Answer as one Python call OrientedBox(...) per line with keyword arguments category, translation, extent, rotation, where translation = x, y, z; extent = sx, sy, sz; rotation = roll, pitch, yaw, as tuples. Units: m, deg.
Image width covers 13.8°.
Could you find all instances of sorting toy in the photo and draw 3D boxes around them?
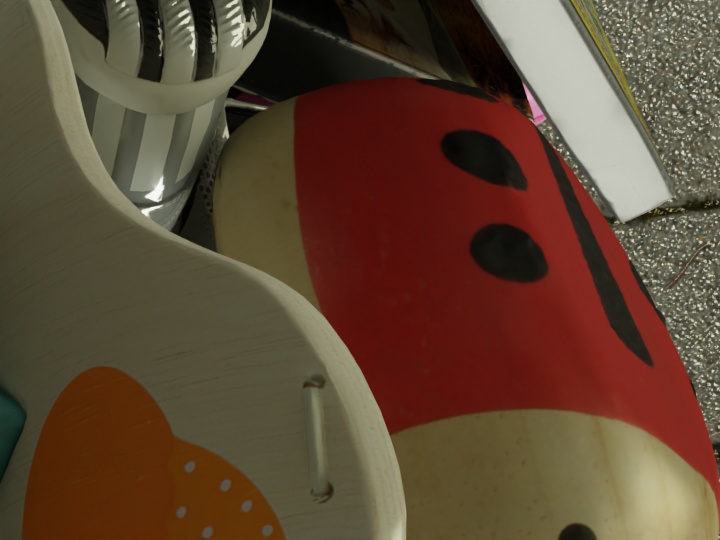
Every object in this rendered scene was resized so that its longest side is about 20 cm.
OrientedBox(category="sorting toy", translation=(-0.050, 0.040, 0.596), extent=(0.200, 0.106, 0.181), rotation=(80, -4, -57))

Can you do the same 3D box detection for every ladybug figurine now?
OrientedBox(category="ladybug figurine", translation=(0.029, 0.022, 0.690), extent=(0.136, 0.072, 0.201), rotation=(38, 22, -42))

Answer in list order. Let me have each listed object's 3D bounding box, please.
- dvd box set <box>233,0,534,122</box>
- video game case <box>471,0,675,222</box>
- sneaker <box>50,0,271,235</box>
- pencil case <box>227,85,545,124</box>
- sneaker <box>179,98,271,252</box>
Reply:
OrientedBox(category="dvd box set", translation=(-0.030, -0.115, 0.905), extent=(0.029, 0.146, 0.201), rotation=(-55, -153, 28))
OrientedBox(category="video game case", translation=(0.027, -0.133, 0.887), extent=(0.200, 0.025, 0.182), rotation=(51, 16, -55))
OrientedBox(category="sneaker", translation=(-0.077, -0.071, 0.752), extent=(0.201, 0.074, 0.116), rotation=(-105, -155, -50))
OrientedBox(category="pencil case", translation=(-0.005, -0.053, 0.978), extent=(0.094, 0.200, 0.091), rotation=(50, -39, 4))
OrientedBox(category="sneaker", translation=(0.000, 0.000, 0.835), extent=(0.199, 0.082, 0.075), rotation=(15, 57, -44))
